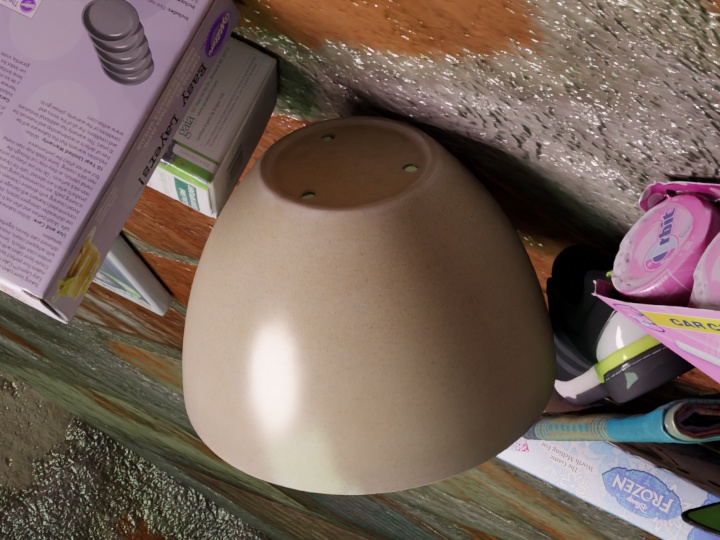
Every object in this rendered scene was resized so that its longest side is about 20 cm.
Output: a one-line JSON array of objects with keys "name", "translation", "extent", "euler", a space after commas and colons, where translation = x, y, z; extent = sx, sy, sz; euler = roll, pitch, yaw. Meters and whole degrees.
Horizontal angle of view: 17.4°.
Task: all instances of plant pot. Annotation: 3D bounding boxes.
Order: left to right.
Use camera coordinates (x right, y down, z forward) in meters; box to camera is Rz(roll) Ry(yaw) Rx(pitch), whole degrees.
[{"name": "plant pot", "translation": [0.000, 0.000, 1.217], "extent": [0.200, 0.200, 0.135], "euler": [21, 131, 34]}]

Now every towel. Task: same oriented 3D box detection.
[{"name": "towel", "translation": [0.184, 0.074, 1.244], "extent": [0.146, 0.022, 0.200], "euler": [-5, 178, -18]}]

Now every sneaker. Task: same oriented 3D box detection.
[{"name": "sneaker", "translation": [0.136, 0.021, 1.271], "extent": [0.083, 0.072, 0.200], "euler": [63, 171, 0]}]

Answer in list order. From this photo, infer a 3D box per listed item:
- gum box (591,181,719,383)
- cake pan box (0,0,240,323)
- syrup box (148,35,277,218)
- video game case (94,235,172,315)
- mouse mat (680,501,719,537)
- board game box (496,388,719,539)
[{"name": "gum box", "translation": [0.203, 0.018, 1.029], "extent": [0.113, 0.066, 0.200], "euler": [33, 168, -26]}, {"name": "cake pan box", "translation": [-0.188, -0.097, 1.166], "extent": [0.200, 0.185, 0.052], "euler": [24, 168, 15]}, {"name": "syrup box", "translation": [-0.148, -0.113, 1.261], "extent": [0.200, 0.082, 0.079], "euler": [26, 168, 4]}, {"name": "video game case", "translation": [-0.266, -0.032, 2.047], "extent": [0.181, 0.023, 0.200], "euler": [25, 168, 17]}, {"name": "mouse mat", "translation": [0.299, 0.149, 1.311], "extent": [0.161, 0.008, 0.200], "euler": [-7, -166, -40]}, {"name": "board game box", "translation": [0.169, 0.121, 1.487], "extent": [0.199, 0.043, 0.200], "euler": [26, -174, 17]}]
